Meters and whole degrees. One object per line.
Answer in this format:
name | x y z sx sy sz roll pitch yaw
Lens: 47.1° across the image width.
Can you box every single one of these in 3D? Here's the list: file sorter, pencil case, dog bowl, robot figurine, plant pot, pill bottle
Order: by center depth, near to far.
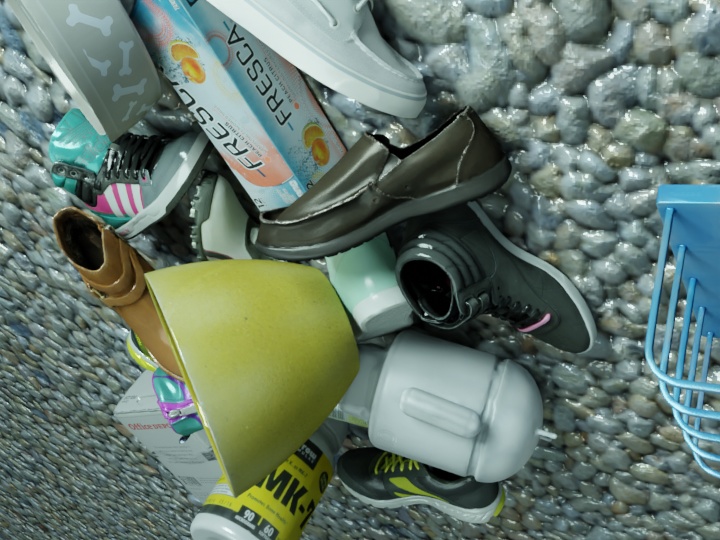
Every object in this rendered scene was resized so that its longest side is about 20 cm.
file sorter | 0.261 0.052 0.506 0.137 0.124 0.200 4 156 33
dog bowl | -0.223 -0.193 0.624 0.201 0.058 0.200 51 167 17
plant pot | -0.084 0.070 0.715 0.201 0.140 0.201 59 163 30
robot figurine | 0.082 0.125 0.765 0.197 0.115 0.169 16 -177 13
pencil case | -0.116 0.117 0.871 0.197 0.093 0.086 -16 107 14
pill bottle | -0.098 0.243 0.958 0.113 0.201 0.115 19 142 16

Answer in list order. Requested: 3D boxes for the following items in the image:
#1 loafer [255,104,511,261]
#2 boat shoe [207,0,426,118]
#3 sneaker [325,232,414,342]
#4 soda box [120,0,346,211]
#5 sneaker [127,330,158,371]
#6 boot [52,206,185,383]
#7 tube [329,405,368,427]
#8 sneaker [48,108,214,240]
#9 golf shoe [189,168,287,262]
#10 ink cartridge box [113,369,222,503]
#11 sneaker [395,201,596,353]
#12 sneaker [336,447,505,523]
loafer | 0.009 -0.068 0.612 0.198 0.073 0.072 -21 107 4
boat shoe | -0.029 -0.180 0.561 0.199 0.072 0.069 34 116 -8
sneaker | 0.000 0.000 0.750 0.201 0.073 0.120 115 137 -73
soda box | -0.093 -0.144 0.638 0.063 0.069 0.201 -6 129 41
sneaker | -0.191 0.104 0.964 0.198 0.075 0.085 26 142 10
boot | -0.212 0.024 0.812 0.200 0.077 0.156 44 168 25
tube | 0.041 0.154 0.891 0.197 0.058 0.053 13 108 20
sneaker | -0.223 -0.107 0.770 0.120 0.084 0.199 38 145 -22
golf shoe | -0.106 -0.020 0.796 0.087 0.078 0.201 -1 140 9
ink cartridge box | -0.215 0.224 1.117 0.144 0.085 0.201 -12 126 43
sneaker | 0.103 0.025 0.659 0.199 0.100 0.071 41 140 -12
sneaker | 0.064 0.220 0.929 0.197 0.075 0.085 3 133 20
